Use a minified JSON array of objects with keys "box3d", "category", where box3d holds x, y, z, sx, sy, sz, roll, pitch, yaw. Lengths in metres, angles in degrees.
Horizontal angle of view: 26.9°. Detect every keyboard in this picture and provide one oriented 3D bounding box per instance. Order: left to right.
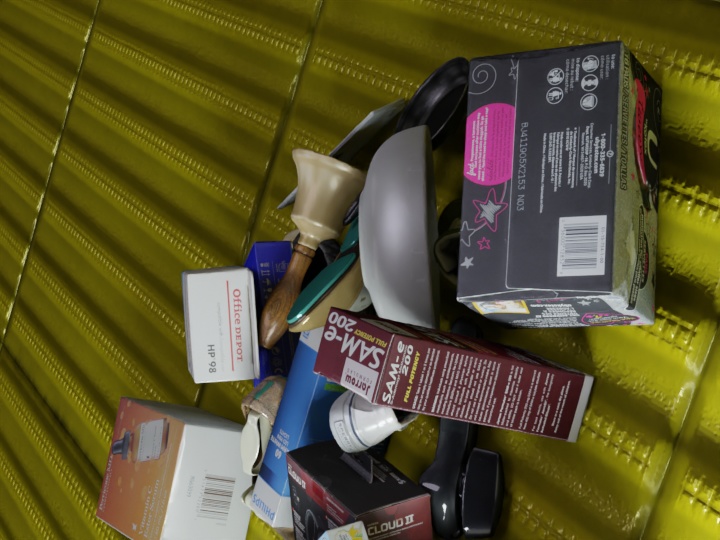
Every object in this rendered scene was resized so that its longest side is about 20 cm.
[{"box3d":[-0.023,-0.123,1.614,0.200,0.056,0.011,-42,75,45],"category":"keyboard"}]

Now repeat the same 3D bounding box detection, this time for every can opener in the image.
[{"box3d":[0.090,0.140,1.333,0.063,0.078,0.200,73,-161,-68],"category":"can opener"}]

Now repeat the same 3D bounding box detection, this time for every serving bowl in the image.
[{"box3d":[0.035,-0.030,1.360,0.200,0.066,0.200,-2,-90,-85],"category":"serving bowl"}]

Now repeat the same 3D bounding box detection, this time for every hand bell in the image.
[{"box3d":[-0.061,-0.014,1.544,0.104,0.104,0.200,12,77,60],"category":"hand bell"}]

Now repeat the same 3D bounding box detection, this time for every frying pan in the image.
[{"box3d":[0.057,-0.123,1.448,0.115,0.031,0.190,-9,52,61],"category":"frying pan"}]

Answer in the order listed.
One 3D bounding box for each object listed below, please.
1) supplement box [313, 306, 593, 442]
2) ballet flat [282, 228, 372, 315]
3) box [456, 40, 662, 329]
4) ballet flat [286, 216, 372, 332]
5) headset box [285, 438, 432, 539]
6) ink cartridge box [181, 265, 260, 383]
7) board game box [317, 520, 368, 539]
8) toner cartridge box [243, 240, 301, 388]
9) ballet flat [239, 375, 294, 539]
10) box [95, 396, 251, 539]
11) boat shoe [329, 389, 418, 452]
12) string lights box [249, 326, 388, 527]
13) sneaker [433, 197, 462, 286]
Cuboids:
[{"box3d":[0.076,0.084,1.221,0.109,0.200,0.061,20,97,59],"category":"supplement box"},{"box3d":[-0.045,0.006,1.595,0.200,0.057,0.067,50,125,54],"category":"ballet flat"},{"box3d":[0.161,-0.062,1.181,0.132,0.115,0.200,-3,76,27],"category":"box"},{"box3d":[0.000,0.000,1.442,0.069,0.063,0.200,-27,24,50],"category":"ballet flat"},{"box3d":[0.001,0.250,1.340,0.149,0.077,0.200,29,127,59],"category":"headset box"},{"box3d":[-0.150,0.055,1.592,0.200,0.067,0.116,-177,83,-81],"category":"ink cartridge box"},{"box3d":[-0.018,0.305,1.270,0.135,0.034,0.200,69,156,20],"category":"board game box"},{"box3d":[-0.090,0.077,1.613,0.095,0.043,0.200,121,143,-65],"category":"toner cartridge box"},{"box3d":[-0.092,0.202,1.518,0.068,0.067,0.200,11,118,36],"category":"ballet flat"},{"box3d":[-0.211,0.240,1.741,0.200,0.106,0.153,8,86,60],"category":"box"},{"box3d":[0.040,0.106,1.351,0.067,0.074,0.200,-18,16,26],"category":"boat shoe"},{"box3d":[-0.027,0.152,1.466,0.059,0.103,0.200,30,105,56],"category":"string lights box"},{"box3d":[0.101,-0.023,1.328,0.200,0.090,0.067,43,117,57],"category":"sneaker"}]
